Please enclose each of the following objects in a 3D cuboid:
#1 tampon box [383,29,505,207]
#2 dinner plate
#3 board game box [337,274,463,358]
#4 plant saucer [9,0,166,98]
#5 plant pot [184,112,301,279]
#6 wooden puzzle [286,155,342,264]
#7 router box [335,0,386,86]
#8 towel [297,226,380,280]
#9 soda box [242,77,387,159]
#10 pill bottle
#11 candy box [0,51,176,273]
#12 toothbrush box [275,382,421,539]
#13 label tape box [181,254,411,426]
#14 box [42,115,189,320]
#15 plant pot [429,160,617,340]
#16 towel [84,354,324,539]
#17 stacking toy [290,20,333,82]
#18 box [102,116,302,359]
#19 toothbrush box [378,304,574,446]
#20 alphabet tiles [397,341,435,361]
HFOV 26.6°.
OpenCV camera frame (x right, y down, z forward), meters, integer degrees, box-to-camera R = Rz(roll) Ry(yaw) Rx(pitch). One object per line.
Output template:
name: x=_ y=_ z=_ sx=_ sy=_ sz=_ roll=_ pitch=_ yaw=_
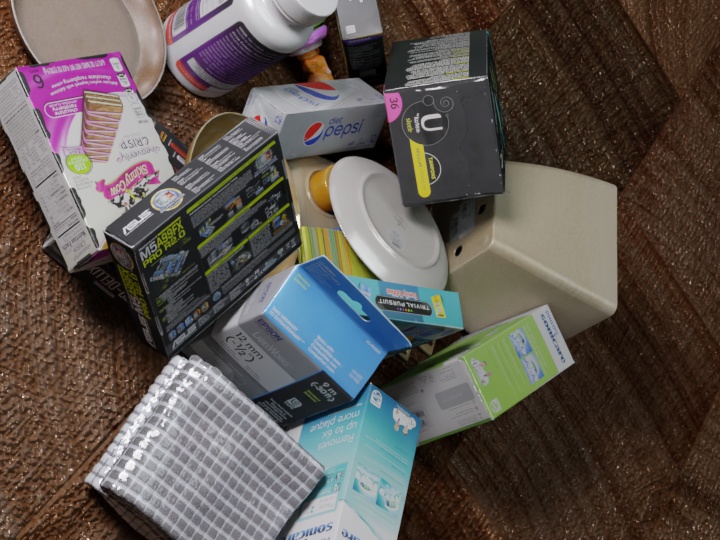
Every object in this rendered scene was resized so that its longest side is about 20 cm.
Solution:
tampon box: x=0.104 y=-0.188 z=1.848 sx=0.200 sy=0.126 sz=0.150 roll=-78 pitch=159 yaw=-65
dinner plate: x=0.041 y=-0.056 z=1.817 sx=0.200 sy=0.024 sz=0.200 roll=32 pitch=38 yaw=-30
board game box: x=-0.008 y=0.057 z=1.703 sx=0.200 sy=0.151 sz=0.047 roll=9 pitch=66 yaw=-44
plant saucer: x=-0.297 y=-0.264 z=1.640 sx=0.200 sy=0.032 sz=0.200 roll=24 pitch=54 yaw=-39
plant pot: x=-0.132 y=-0.071 z=1.652 sx=0.200 sy=0.027 sz=0.200 roll=26 pitch=58 yaw=-53
wooden puzzle: x=-0.008 y=-0.047 z=1.827 sx=0.200 sy=0.046 sz=0.185 roll=15 pitch=60 yaw=-39
router box: x=-0.010 y=-0.349 z=1.909 sx=0.157 sy=0.052 sz=0.200 roll=77 pitch=2 yaw=-73
towel: x=0.000 y=0.000 z=1.768 sx=0.200 sy=0.018 sz=0.086 roll=7 pitch=71 yaw=-49
soda box: x=-0.053 y=-0.182 z=1.819 sx=0.063 sy=0.068 sz=0.200 roll=39 pitch=31 yaw=28
pill bottle: x=-0.122 y=-0.280 z=1.706 sx=0.111 sy=0.200 sz=0.111 roll=23 pitch=56 yaw=-39
candy box: x=-0.262 y=-0.110 z=1.508 sx=0.136 sy=0.061 sz=0.200 roll=-20 pitch=82 yaw=-47
toothbrush box: x=-0.030 y=0.237 z=1.596 sx=0.085 sy=0.146 sz=0.200 roll=37 pitch=49 yaw=-29
label tape box: x=-0.068 y=0.079 z=1.588 sx=0.143 sy=0.200 sz=0.066 roll=45 pitch=46 yaw=-23
box: x=-0.226 y=-0.055 z=1.599 sx=0.158 sy=0.050 sz=0.200 roll=41 pitch=46 yaw=-26
plant pot: x=0.192 y=-0.025 z=1.937 sx=0.177 sy=0.200 sz=0.200 roll=25 pitch=52 yaw=-26
towel: x=-0.146 y=0.203 z=1.502 sx=0.200 sy=0.086 sz=0.166 roll=44 pitch=65 yaw=-25
stacking toy: x=-0.078 y=-0.303 z=1.857 sx=0.116 sy=0.110 sz=0.200 roll=-56 pitch=127 yaw=-64
box: x=-0.150 y=-0.032 z=1.509 sx=0.200 sy=0.044 sz=0.160 roll=-42 pitch=142 yaw=-27
toothbrush box: x=0.139 y=0.127 z=1.832 sx=0.200 sy=0.146 sz=0.086 roll=-28 pitch=93 yaw=-51
alphabet tiles: x=0.046 y=0.008 z=1.898 sx=0.166 sy=0.006 sz=0.200 roll=41 pitch=45 yaw=-26
